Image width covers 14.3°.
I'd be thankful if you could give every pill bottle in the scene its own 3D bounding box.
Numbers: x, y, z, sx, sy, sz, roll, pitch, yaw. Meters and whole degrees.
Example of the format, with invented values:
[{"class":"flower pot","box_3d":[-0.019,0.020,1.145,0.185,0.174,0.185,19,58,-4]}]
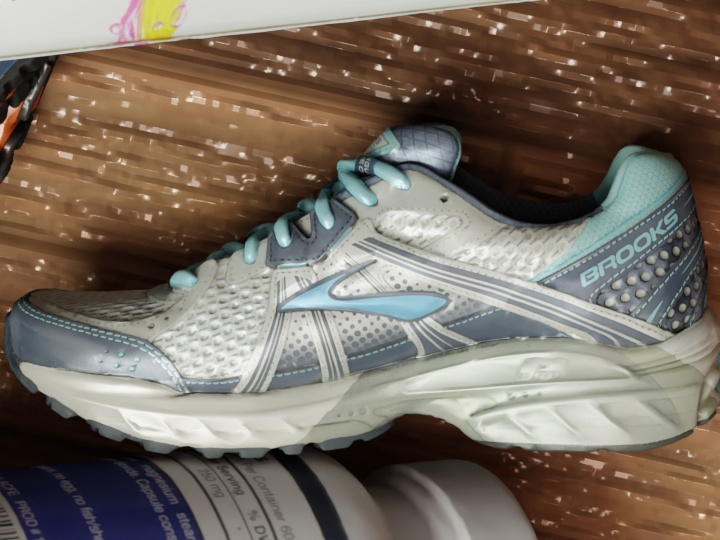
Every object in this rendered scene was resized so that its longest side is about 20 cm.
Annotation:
[{"class":"pill bottle","box_3d":[-0.053,0.107,0.782,0.199,0.116,0.116,-4,120,-27]}]

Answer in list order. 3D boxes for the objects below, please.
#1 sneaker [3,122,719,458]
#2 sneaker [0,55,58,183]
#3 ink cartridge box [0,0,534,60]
[{"class":"sneaker","box_3d":[0.000,0.000,0.796,0.199,0.078,0.087,-2,104,0]},{"class":"sneaker","box_3d":[-0.161,-0.016,0.745,0.078,0.200,0.076,33,136,8]},{"class":"ink cartridge box","box_3d":[-0.056,-0.136,0.705,0.199,0.083,0.147,-6,115,-3]}]
